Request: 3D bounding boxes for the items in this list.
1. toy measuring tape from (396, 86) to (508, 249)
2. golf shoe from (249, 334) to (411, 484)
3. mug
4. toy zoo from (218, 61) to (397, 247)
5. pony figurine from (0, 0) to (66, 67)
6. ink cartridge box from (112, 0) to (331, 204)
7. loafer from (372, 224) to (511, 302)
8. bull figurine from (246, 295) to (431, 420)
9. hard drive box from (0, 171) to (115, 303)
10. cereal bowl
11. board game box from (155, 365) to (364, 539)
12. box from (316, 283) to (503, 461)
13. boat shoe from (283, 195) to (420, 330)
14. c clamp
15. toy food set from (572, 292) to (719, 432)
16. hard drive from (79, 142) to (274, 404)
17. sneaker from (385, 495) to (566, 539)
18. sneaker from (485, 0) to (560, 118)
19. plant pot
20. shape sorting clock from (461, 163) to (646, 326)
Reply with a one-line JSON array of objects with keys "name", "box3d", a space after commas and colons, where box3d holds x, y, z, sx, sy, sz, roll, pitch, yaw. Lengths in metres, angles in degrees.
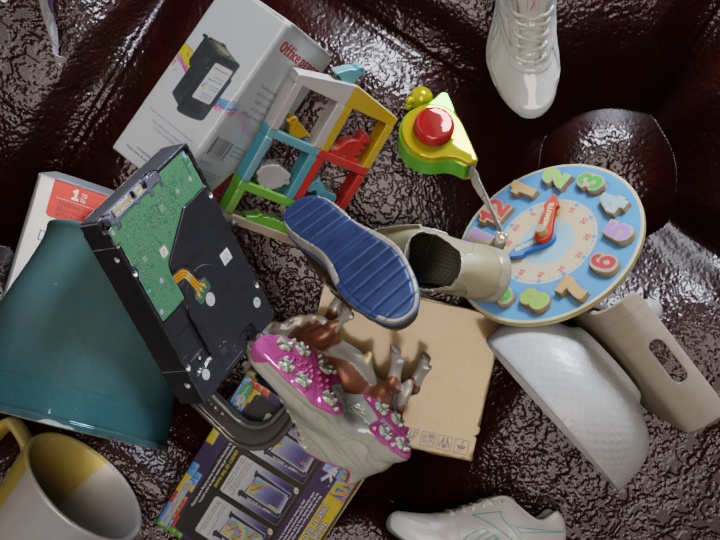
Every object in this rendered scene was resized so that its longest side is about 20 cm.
[{"name": "toy measuring tape", "box3d": [0.084, -0.102, 1.267, 0.073, 0.074, 0.201, -22, 68, 4]}, {"name": "golf shoe", "box3d": [-0.043, 0.143, 1.215, 0.200, 0.075, 0.091, 40, 117, -20]}, {"name": "mug", "box3d": [-0.340, 0.267, 1.321, 0.149, 0.187, 0.153, 33, 107, -34]}, {"name": "toy zoo", "box3d": [-0.047, -0.121, 1.262, 0.131, 0.020, 0.201, 20, 109, -36]}, {"name": "pony figurine", "box3d": [-0.324, -0.331, 1.250, 0.199, 0.167, 0.194, -26, 63, 7]}, {"name": "ink cartridge box", "box3d": [-0.134, -0.170, 1.242, 0.083, 0.146, 0.200, 37, 95, 16]}, {"name": "loafer", "box3d": [0.059, -0.013, 1.251, 0.199, 0.068, 0.076, 6, 81, 43]}, {"name": "bull figurine", "box3d": [-0.026, 0.091, 1.283, 0.200, 0.065, 0.122, 38, 111, -2]}, {"name": "hard drive box", "box3d": [-0.286, 0.014, 1.305, 0.155, 0.077, 0.201, 17, 96, -1]}, {"name": "cereal bowl", "box3d": [0.220, 0.118, 1.243, 0.083, 0.200, 0.200, -42, 93, 1]}, {"name": "board game box", "box3d": [-0.098, 0.225, 1.320, 0.165, 0.057, 0.201, 33, 103, -1]}, {"name": "box", "box3d": [0.042, 0.105, 1.332, 0.199, 0.021, 0.165, 13, 95, 1]}, {"name": "boat shoe", "box3d": [0.000, 0.000, 1.224, 0.072, 0.200, 0.073, -34, 139, -9]}, {"name": "c clamp", "box3d": [-0.125, 0.078, 1.255, 0.171, 0.027, 0.200, -42, 88, 14]}, {"name": "toy food set", "box3d": [0.281, 0.075, 1.234, 0.060, 0.200, 0.144, -39, 94, -1]}, {"name": "hard drive", "box3d": [-0.164, 0.003, 1.141, 0.038, 0.140, 0.201, -6, 122, 34]}, {"name": "sneaker", "box3d": [0.126, 0.276, 1.331, 0.199, 0.070, 0.081, 12, 87, -6]}, {"name": "sneaker", "box3d": [0.166, -0.255, 1.254, 0.077, 0.099, 0.201, -5, 96, 2]}, {"name": "plant pot", "box3d": [-0.257, 0.057, 1.185, 0.199, 0.200, 0.189, 14, 81, 0]}, {"name": "shape sorting clock", "box3d": [0.188, -0.030, 1.245, 0.199, 0.200, 0.039, -35, 129, 5]}]
